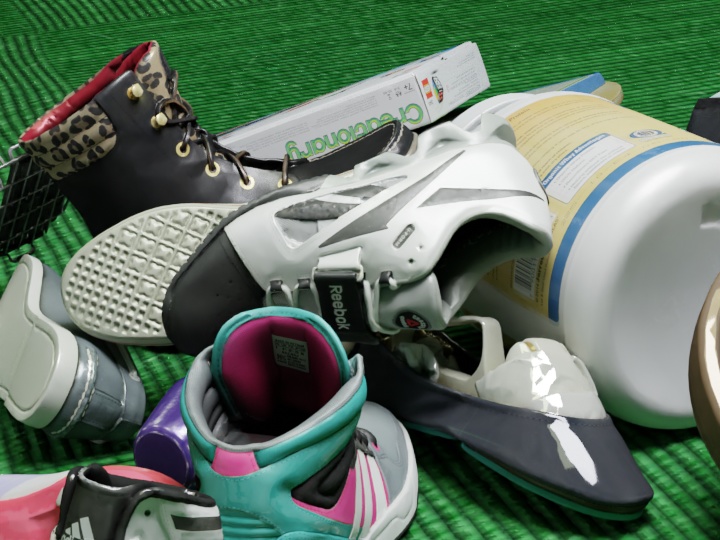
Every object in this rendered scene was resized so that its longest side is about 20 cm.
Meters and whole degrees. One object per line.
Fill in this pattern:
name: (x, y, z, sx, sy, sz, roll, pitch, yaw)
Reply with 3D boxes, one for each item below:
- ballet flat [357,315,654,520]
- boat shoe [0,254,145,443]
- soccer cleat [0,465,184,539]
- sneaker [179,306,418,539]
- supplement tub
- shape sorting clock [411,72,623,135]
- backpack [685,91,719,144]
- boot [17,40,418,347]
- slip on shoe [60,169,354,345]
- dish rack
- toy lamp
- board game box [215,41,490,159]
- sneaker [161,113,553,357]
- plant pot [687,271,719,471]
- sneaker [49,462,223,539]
ballet flat: (0.065, 0.060, 1.012, 0.073, 0.073, 0.200, -18, 24, -34)
boat shoe: (-0.163, 0.046, 1.141, 0.062, 0.073, 0.200, 23, 7, -22)
soccer cleat: (-0.166, 0.118, 0.941, 0.199, 0.067, 0.076, -4, -12, 17)
sneaker: (-0.026, 0.069, 0.937, 0.083, 0.121, 0.200, 2, 20, 15)
supplement tub: (0.126, -0.014, 1.099, 0.144, 0.145, 0.200, -13, 22, -23)
shape sorting clock: (0.066, -0.075, 1.280, 0.199, 0.039, 0.200, -17, 8, 2)
backpack: (0.280, -0.043, 1.168, 0.199, 0.168, 0.126, 8, 3, 38)
boot: (-0.079, -0.062, 1.171, 0.199, 0.151, 0.073, -30, 19, 18)
slip on shoe: (-0.059, -0.005, 1.100, 0.199, 0.074, 0.061, -17, -9, -13)
dish rack: (-0.257, -0.029, 1.223, 0.199, 0.055, 0.153, -27, -13, -27)
toy lamp: (-0.046, 0.058, 1.067, 0.058, 0.059, 0.200, 7, 24, 28)
board game box: (-0.028, -0.089, 1.317, 0.199, 0.035, 0.126, -18, 8, 24)
sneaker: (0.000, 0.000, 1.010, 0.199, 0.074, 0.089, -27, 50, 0)
plant pot: (0.248, 0.031, 0.899, 0.200, 0.093, 0.202, 3, 50, -4)
sneaker: (-0.121, 0.138, 0.776, 0.075, 0.116, 0.200, 10, 24, 33)
